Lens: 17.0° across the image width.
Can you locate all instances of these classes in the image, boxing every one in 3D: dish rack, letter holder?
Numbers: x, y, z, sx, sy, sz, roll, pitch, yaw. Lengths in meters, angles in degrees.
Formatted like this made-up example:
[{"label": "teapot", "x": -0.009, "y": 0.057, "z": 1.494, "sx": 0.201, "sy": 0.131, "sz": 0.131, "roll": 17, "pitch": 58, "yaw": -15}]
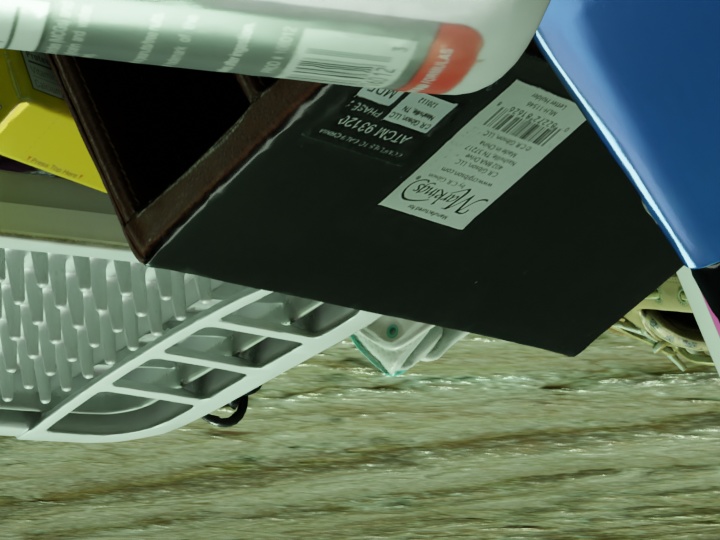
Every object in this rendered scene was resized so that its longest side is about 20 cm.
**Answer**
[{"label": "dish rack", "x": -0.109, "y": 0.008, "z": 0.760, "sx": 0.199, "sy": 0.044, "sz": 0.171, "roll": 6, "pitch": 157, "yaw": -37}, {"label": "letter holder", "x": 0.010, "y": -0.071, "z": 0.678, "sx": 0.101, "sy": 0.142, "sz": 0.200, "roll": -42, "pitch": 149, "yaw": 24}]

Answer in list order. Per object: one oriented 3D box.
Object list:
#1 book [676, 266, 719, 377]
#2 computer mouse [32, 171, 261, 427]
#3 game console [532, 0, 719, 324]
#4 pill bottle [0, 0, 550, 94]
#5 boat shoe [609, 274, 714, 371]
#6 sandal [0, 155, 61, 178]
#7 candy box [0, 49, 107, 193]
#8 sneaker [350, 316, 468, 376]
[{"label": "book", "x": 0.165, "y": -0.001, "z": 0.770, "sx": 0.133, "sy": 0.200, "sz": 0.048, "roll": -7, "pitch": -151, "yaw": 36}, {"label": "computer mouse", "x": -0.138, "y": -0.005, "z": 0.888, "sx": 0.199, "sy": 0.141, "sz": 0.046, "roll": -3, "pitch": 144, "yaw": -24}, {"label": "game console", "x": 0.148, "y": -0.083, "z": 0.577, "sx": 0.200, "sy": 0.119, "sz": 0.171, "roll": -29, "pitch": -170, "yaw": 11}, {"label": "pill bottle", "x": -0.062, "y": -0.101, "z": 0.481, "sx": 0.199, "sy": 0.116, "sz": 0.116, "roll": 5, "pitch": 167, "yaw": -13}, {"label": "boat shoe", "x": 0.150, "y": 0.010, "z": 1.054, "sx": 0.073, "sy": 0.063, "sz": 0.200, "roll": 4, "pitch": 168, "yaw": -13}, {"label": "sandal", "x": -0.114, "y": -0.037, "z": 0.764, "sx": 0.202, "sy": 0.050, "sz": 0.083, "roll": -18, "pitch": 159, "yaw": -19}, {"label": "candy box", "x": -0.042, "y": -0.050, "z": 0.712, "sx": 0.200, "sy": 0.102, "sz": 0.026, "roll": 21, "pitch": 124, "yaw": -44}, {"label": "sneaker", "x": 0.000, "y": 0.000, "z": 0.976, "sx": 0.199, "sy": 0.089, "sz": 0.075, "roll": -2, "pitch": 168, "yaw": 18}]
